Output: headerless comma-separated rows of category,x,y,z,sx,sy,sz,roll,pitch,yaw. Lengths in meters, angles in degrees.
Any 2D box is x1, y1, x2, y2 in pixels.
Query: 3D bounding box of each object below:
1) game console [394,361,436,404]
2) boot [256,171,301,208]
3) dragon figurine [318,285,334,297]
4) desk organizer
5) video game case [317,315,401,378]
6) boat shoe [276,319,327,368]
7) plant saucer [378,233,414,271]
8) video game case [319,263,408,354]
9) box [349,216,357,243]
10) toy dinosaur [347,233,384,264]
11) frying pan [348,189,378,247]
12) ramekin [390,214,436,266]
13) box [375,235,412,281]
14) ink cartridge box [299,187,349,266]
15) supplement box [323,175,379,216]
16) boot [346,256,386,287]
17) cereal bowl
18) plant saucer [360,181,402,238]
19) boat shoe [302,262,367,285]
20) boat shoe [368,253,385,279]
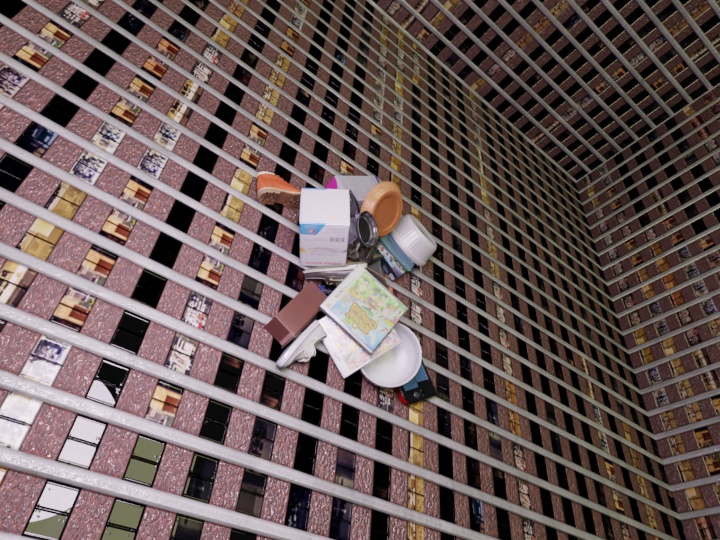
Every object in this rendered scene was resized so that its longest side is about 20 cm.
game console,0.157,0.323,1.644,0.176,0.031,0.201,-3,64,-45
boot,-0.248,-0.267,1.663,0.199,0.075,0.108,8,51,-40
dragon figurine,-0.039,0.077,1.553,0.099,0.198,0.059,28,63,-67
desk organizer,-0.176,0.119,1.439,0.077,0.072,0.200,46,39,-3
video game case,-0.010,0.184,1.489,0.199,0.023,0.183,-30,81,-8
boat shoe,-0.153,0.213,1.392,0.070,0.071,0.200,46,34,0
plant saucer,0.120,-0.083,1.865,0.200,0.019,0.070,48,39,-7
video game case,0.012,0.108,1.472,0.200,0.022,0.182,42,66,2
box,-0.048,-0.188,1.777,0.176,0.097,0.201,39,40,-17
toy dinosaur,0.011,-0.065,1.668,0.103,0.076,0.200,-67,150,-12
frying pan,-0.001,-0.144,1.554,0.190,0.031,0.116,41,50,-45
ramekin,0.202,-0.122,1.923,0.202,0.094,0.203,43,17,-17
box,0.101,-0.071,1.882,0.201,0.038,0.136,54,39,2
ink cartridge box,-0.111,-0.127,1.555,0.145,0.201,0.147,2,53,-5
supplement box,-0.021,-0.245,1.695,0.199,0.101,0.104,-12,69,-47
boot,0.000,0.000,1.664,0.199,0.074,0.076,24,30,7
cereal bowl,0.080,0.259,1.545,0.198,0.083,0.202,3,69,-8
plant saucer,0.077,-0.194,1.699,0.037,0.202,0.199,29,24,37
boat shoe,-0.076,0.015,1.553,0.072,0.199,0.061,-76,160,-80
boat shoe,0.041,0.035,1.720,0.074,0.065,0.203,-3,56,-10
